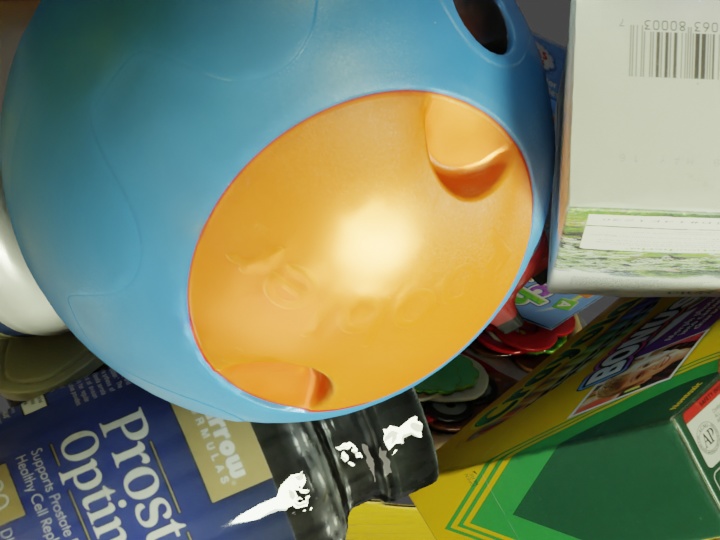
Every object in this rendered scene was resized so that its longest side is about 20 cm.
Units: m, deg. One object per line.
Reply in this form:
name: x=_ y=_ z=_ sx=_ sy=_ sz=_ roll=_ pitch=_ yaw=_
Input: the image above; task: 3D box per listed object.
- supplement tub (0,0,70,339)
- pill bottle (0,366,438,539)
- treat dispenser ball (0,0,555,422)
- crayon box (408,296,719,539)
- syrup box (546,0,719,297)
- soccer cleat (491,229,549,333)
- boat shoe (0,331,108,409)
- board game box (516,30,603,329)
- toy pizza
supplement tub: x=-0.210 y=-0.037 z=0.865 sx=0.200 sy=0.145 sz=0.145 roll=-6 pitch=162 yaw=23
pill bottle: x=-0.075 y=0.087 z=0.816 sx=0.200 sy=0.112 sz=0.112 roll=-23 pitch=166 yaw=-9
treat dispenser ball: x=-0.030 y=-0.045 z=0.721 sx=0.200 sy=0.201 sz=0.201 roll=1 pitch=164 yaw=0
crayon box: x=0.142 y=0.048 z=0.856 sx=0.200 sy=0.058 sz=0.172 roll=-35 pitch=-170 yaw=-37
syrup box: x=0.112 y=-0.042 z=0.735 sx=0.079 sy=0.082 sz=0.200 roll=2 pitch=173 yaw=4
soccer cleat: x=0.000 y=0.000 z=0.887 sx=0.200 sy=0.069 sz=0.085 roll=-19 pitch=116 yaw=49
boat shoe: x=-0.105 y=0.019 z=0.925 sx=0.074 sy=0.200 sz=0.060 roll=-1 pitch=119 yaw=20
board game box: x=0.058 y=-0.045 z=0.901 sx=0.200 sy=0.037 sz=0.151 roll=22 pitch=141 yaw=-29
toy pizza: x=0.023 y=0.029 z=1.003 sx=0.200 sy=0.200 sz=0.032 roll=3 pitch=125 yaw=-6
